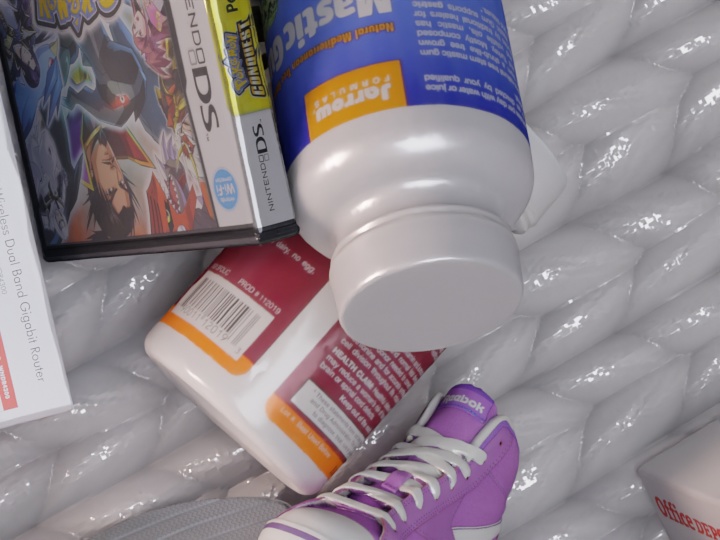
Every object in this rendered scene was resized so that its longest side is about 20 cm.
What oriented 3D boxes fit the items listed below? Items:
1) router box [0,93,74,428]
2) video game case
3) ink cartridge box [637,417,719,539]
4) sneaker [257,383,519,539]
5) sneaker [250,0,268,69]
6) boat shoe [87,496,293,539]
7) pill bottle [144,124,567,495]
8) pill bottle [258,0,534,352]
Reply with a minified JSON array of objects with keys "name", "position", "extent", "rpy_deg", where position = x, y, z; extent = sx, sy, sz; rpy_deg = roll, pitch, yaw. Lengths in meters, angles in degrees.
[{"name":"router box","position":[-0.246,-0.008,1.320],"extent":[0.179,0.049,0.201],"rpy_deg":[-13,96,-13]},{"name":"video game case","position":[-0.109,-0.097,1.277],"extent":[0.025,0.200,0.181],"rpy_deg":[-16,97,-34]},{"name":"ink cartridge box","position":[0.234,0.174,1.402],"extent":[0.084,0.145,0.200],"rpy_deg":[-28,99,-10]},{"name":"sneaker","position":[0.018,0.103,1.335],"extent":[0.072,0.200,0.115],"rpy_deg":[21,91,22]},{"name":"sneaker","position":[-0.062,-0.173,1.352],"extent":[0.083,0.081,0.201],"rpy_deg":[23,101,18]},{"name":"boat shoe","position":[-0.119,0.169,1.361],"extent":[0.199,0.072,0.062],"rpy_deg":[-19,121,-9]},{"name":"pill bottle","position":[0.000,0.000,1.350],"extent":[0.114,0.114,0.200],"rpy_deg":[44,82,-12]},{"name":"pill bottle","position":[0.017,-0.070,1.249],"extent":[0.112,0.112,0.201],"rpy_deg":[-1,59,-14]}]
